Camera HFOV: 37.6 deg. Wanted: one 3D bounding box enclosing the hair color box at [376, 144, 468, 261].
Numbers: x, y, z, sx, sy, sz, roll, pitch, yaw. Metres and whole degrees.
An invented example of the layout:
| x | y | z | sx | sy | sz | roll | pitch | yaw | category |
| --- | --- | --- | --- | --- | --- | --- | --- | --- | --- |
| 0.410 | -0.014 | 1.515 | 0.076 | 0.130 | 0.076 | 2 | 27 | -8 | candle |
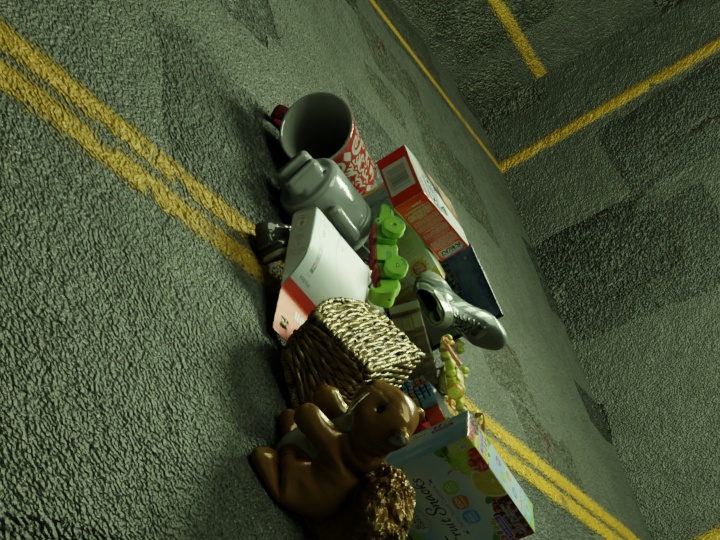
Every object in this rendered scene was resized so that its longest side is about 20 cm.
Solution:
| x | y | z | sx | sy | sz | roll | pitch | yaw | category |
| --- | --- | --- | --- | --- | --- | --- | --- | --- | --- |
| 0.109 | -0.114 | 1.831 | 0.200 | 0.063 | 0.112 | 45 | 21 | -52 | hair color box |

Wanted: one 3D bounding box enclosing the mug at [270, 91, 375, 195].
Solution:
| x | y | z | sx | sy | sz | roll | pitch | yaw | category |
| --- | --- | --- | --- | --- | --- | --- | --- | --- | --- |
| -0.057 | -0.223 | 1.869 | 0.179 | 0.132 | 0.200 | 62 | 5 | 25 | mug |

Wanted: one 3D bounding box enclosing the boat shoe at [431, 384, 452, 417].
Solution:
| x | y | z | sx | sy | sz | roll | pitch | yaw | category |
| --- | --- | --- | --- | --- | --- | --- | --- | --- | --- |
| 0.136 | 0.283 | 1.788 | 0.201 | 0.067 | 0.073 | 55 | -21 | -14 | boat shoe |

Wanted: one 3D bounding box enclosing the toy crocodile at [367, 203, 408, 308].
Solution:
| x | y | z | sx | sy | sz | roll | pitch | yaw | category |
| --- | --- | --- | --- | --- | --- | --- | --- | --- | --- |
| 0.037 | -0.024 | 1.686 | 0.068 | 0.061 | 0.202 | 111 | -18 | -50 | toy crocodile |

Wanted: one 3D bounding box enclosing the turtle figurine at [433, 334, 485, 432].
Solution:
| x | y | z | sx | sy | sz | roll | pitch | yaw | category |
| --- | --- | --- | --- | --- | --- | --- | --- | --- | --- |
| 0.160 | 0.190 | 1.784 | 0.161 | 0.064 | 0.202 | -76 | 144 | -74 | turtle figurine |

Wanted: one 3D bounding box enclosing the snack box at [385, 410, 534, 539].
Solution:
| x | y | z | sx | sy | sz | roll | pitch | yaw | category |
| --- | --- | --- | --- | --- | --- | --- | --- | --- | --- |
| 0.133 | 0.322 | 1.527 | 0.201 | 0.167 | 0.068 | 56 | 21 | -21 | snack box |

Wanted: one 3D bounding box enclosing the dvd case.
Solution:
| x | y | z | sx | sy | sz | roll | pitch | yaw | category |
| --- | --- | --- | --- | --- | --- | --- | --- | --- | --- |
| 0.143 | 0.060 | 1.913 | 0.144 | 0.198 | 0.018 | 66 | 15 | 11 | dvd case |

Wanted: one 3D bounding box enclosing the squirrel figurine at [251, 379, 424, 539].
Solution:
| x | y | z | sx | sy | sz | roll | pitch | yaw | category |
| --- | --- | --- | --- | --- | --- | --- | --- | --- | --- |
| 0.000 | 0.226 | 1.246 | 0.202 | 0.185 | 0.141 | 62 | 16 | 1 | squirrel figurine |

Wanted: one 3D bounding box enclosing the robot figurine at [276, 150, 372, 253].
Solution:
| x | y | z | sx | sy | sz | roll | pitch | yaw | category |
| --- | --- | --- | --- | --- | --- | --- | --- | --- | --- |
| -0.054 | -0.102 | 1.731 | 0.200 | 0.113 | 0.170 | 50 | 1 | -36 | robot figurine |

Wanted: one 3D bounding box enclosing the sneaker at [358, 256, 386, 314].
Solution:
| x | y | z | sx | sy | sz | roll | pitch | yaw | category |
| --- | --- | --- | --- | --- | --- | --- | --- | --- | --- |
| 0.000 | 0.000 | 1.735 | 0.085 | 0.074 | 0.201 | -64 | 150 | -25 | sneaker |

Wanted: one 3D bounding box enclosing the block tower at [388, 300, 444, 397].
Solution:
| x | y | z | sx | sy | sz | roll | pitch | yaw | category |
| --- | --- | --- | --- | --- | --- | --- | --- | --- | --- |
| 0.097 | 0.143 | 1.811 | 0.058 | 0.053 | 0.201 | -101 | 174 | -48 | block tower |

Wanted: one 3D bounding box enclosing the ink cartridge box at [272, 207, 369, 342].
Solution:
| x | y | z | sx | sy | sz | roll | pitch | yaw | category |
| --- | --- | --- | --- | --- | --- | --- | --- | --- | --- |
| -0.053 | 0.036 | 1.525 | 0.163 | 0.056 | 0.202 | 50 | 33 | -42 | ink cartridge box |

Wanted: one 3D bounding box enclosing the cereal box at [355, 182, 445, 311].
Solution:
| x | y | z | sx | sy | sz | roll | pitch | yaw | category |
| --- | --- | --- | --- | --- | --- | --- | --- | --- | --- |
| 0.042 | -0.039 | 1.869 | 0.202 | 0.143 | 0.040 | 60 | 16 | -10 | cereal box |

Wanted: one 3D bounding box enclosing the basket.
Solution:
| x | y | z | sx | sy | sz | roll | pitch | yaw | category |
| --- | --- | --- | --- | --- | --- | --- | --- | --- | --- |
| -0.032 | 0.134 | 1.446 | 0.143 | 0.150 | 0.199 | 42 | 19 | 18 | basket |

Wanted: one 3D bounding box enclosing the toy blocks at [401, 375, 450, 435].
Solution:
| x | y | z | sx | sy | sz | roll | pitch | yaw | category |
| --- | --- | --- | --- | --- | --- | --- | --- | --- | --- |
| 0.097 | 0.221 | 1.616 | 0.201 | 0.099 | 0.138 | -117 | -177 | -54 | toy blocks |

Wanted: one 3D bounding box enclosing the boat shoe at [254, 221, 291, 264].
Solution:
| x | y | z | sx | sy | sz | roll | pitch | yaw | category |
| --- | --- | --- | --- | --- | --- | --- | --- | --- | --- |
| -0.100 | -0.050 | 1.597 | 0.058 | 0.066 | 0.200 | 67 | 20 | 4 | boat shoe |

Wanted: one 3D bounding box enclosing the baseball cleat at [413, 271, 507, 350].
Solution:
| x | y | z | sx | sy | sz | roll | pitch | yaw | category |
| --- | --- | --- | --- | --- | --- | --- | --- | --- | --- |
| 0.166 | 0.087 | 1.820 | 0.199 | 0.070 | 0.107 | 36 | 29 | -5 | baseball cleat |
